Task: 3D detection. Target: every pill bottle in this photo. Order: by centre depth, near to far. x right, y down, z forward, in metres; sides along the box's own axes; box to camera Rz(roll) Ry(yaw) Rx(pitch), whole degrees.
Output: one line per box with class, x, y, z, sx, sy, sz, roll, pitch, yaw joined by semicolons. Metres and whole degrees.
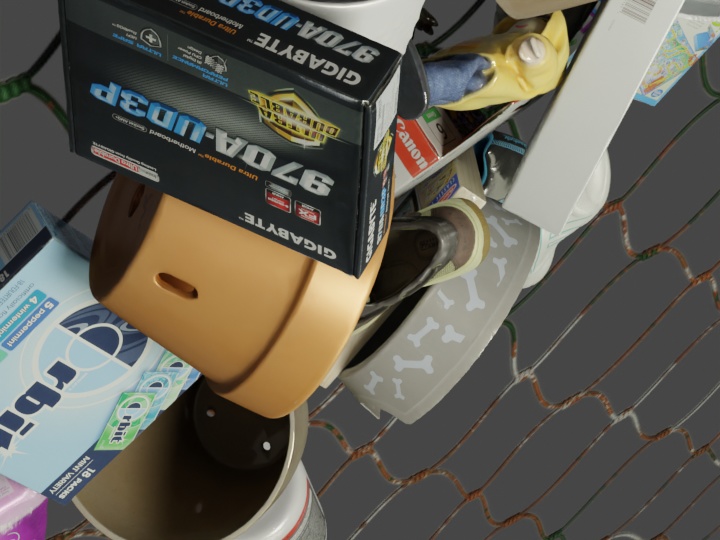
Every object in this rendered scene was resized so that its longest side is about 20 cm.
pill bottle;-0.091;0.219;2.059;0.116;0.116;0.200;-36;156;-9

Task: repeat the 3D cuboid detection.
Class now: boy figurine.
boy figurine;0.080;-0.138;1.550;0.124;0.065;0.199;-11;-174;45

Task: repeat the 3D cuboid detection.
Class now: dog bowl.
dog bowl;0.053;0.024;1.795;0.200;0.059;0.200;-51;-166;17

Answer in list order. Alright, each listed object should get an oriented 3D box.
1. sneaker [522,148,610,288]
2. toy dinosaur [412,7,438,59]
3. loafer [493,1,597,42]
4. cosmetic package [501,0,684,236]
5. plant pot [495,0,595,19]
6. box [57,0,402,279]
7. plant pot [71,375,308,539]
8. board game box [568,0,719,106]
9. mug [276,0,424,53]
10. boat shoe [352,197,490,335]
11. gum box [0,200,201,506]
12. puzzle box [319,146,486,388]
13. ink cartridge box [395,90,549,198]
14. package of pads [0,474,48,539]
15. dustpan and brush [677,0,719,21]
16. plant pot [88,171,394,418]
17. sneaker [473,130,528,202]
sneaker;0.145;-0.047;1.991;0.080;0.071;0.201;-15;147;-39
toy dinosaur;0.001;-0.149;1.581;0.102;0.077;0.200;-40;165;-36
loafer;0.153;-0.212;1.701;0.069;0.070;0.200;-15;148;-33
cosmetic package;0.172;-0.141;1.670;0.201;0.051;0.151;-63;-179;24
plant pot;0.146;-0.251;1.502;0.173;0.201;0.200;-28;160;14
box;-0.075;-0.095;1.342;0.046;0.199;0.159;-57;164;-33
plant pot;-0.112;0.113;1.787;0.187;0.187;0.200;-44;169;10
board game box;0.232;-0.204;1.880;0.135;0.034;0.200;-47;156;17
mug;-0.065;-0.161;1.403;0.199;0.148;0.176;2;147;-12
boat shoe;0.000;0.000;1.701;0.199;0.074;0.065;-30;166;33
gum box;-0.213;0.061;1.612;0.170;0.045;0.200;-44;139;9
puzzle box;0.018;-0.019;1.793;0.025;0.133;0.200;31;113;-22
ink cartridge box;0.039;-0.092;1.683;0.200;0.050;0.109;-35;178;27
package of pads;-0.327;0.204;1.728;0.199;0.076;0.121;-29;158;-23
dustpan and brush;0.219;-0.233;1.741;0.199;0.140;0.057;-19;-173;27
plant pot;-0.085;-0.023;1.518;0.139;0.201;0.200;22;125;-19
sneaker;0.063;-0.037;1.910;0.200;0.073;0.082;-47;134;13
